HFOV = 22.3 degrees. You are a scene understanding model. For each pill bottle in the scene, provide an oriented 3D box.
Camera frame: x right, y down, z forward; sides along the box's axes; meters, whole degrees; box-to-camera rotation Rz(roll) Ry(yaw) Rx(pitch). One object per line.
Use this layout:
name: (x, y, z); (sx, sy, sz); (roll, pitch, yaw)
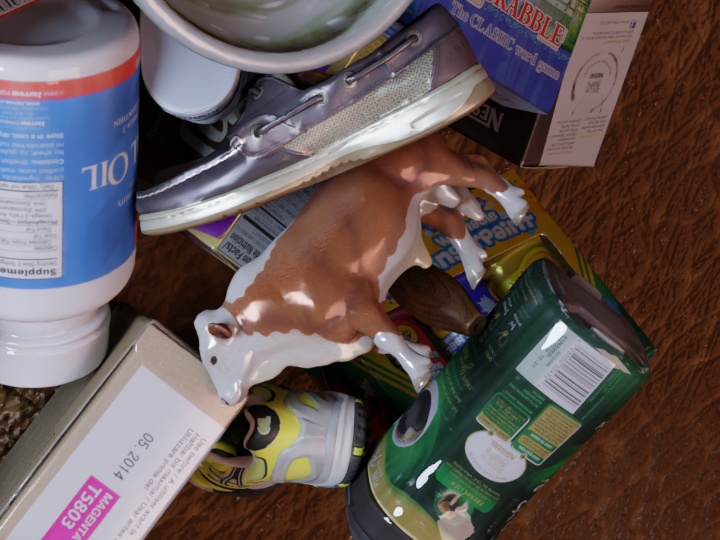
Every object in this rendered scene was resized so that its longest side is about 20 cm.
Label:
pill bottle: (-0.174, -0.043, 0.969); (0.112, 0.112, 0.200); (-21, 131, -36)

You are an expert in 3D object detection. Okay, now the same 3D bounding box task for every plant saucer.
plant saucer: (-0.047, -0.194, 0.859); (0.200, 0.050, 0.200); (-8, 104, -33)

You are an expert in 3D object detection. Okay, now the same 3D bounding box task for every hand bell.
hand bell: (0.001, -0.013, 1.102); (0.104, 0.200, 0.104); (-25, 132, -32)

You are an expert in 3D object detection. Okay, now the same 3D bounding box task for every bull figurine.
bull figurine: (0.000, 0.000, 0.988); (0.200, 0.121, 0.065); (-58, 180, -19)

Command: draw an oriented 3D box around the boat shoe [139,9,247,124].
boat shoe: (-0.080, -0.177, 0.988); (0.086, 0.075, 0.202); (33, 54, -82)

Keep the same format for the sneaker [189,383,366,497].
sneaker: (-0.073, 0.099, 1.136); (0.076, 0.200, 0.076); (15, 73, -28)

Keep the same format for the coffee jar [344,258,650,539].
coffee jar: (0.075, 0.095, 1.068); (0.085, 0.104, 0.200); (37, 106, -13)

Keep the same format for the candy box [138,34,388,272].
candy box: (-0.047, -0.104, 1.056); (0.200, 0.117, 0.056); (-53, 139, -3)

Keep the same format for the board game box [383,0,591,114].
board game box: (0.068, -0.213, 0.996); (0.200, 0.041, 0.200); (23, 86, -47)

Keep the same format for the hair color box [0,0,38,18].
hair color box: (-0.195, -0.200, 0.762); (0.101, 0.200, 0.061); (-26, 178, -4)

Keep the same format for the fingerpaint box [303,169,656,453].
fingerpaint box: (0.071, 0.044, 1.234); (0.200, 0.167, 0.073); (-25, 159, -32)

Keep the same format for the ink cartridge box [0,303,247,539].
ink cartridge box: (-0.161, 0.121, 1.052); (0.075, 0.165, 0.200); (39, 85, -12)

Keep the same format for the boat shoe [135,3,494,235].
boat shoe: (-0.031, -0.077, 0.952); (0.200, 0.065, 0.072); (-23, -175, 11)

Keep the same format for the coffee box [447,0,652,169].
coffee box: (0.121, -0.178, 1.184); (0.080, 0.113, 0.200); (-3, 117, -45)
